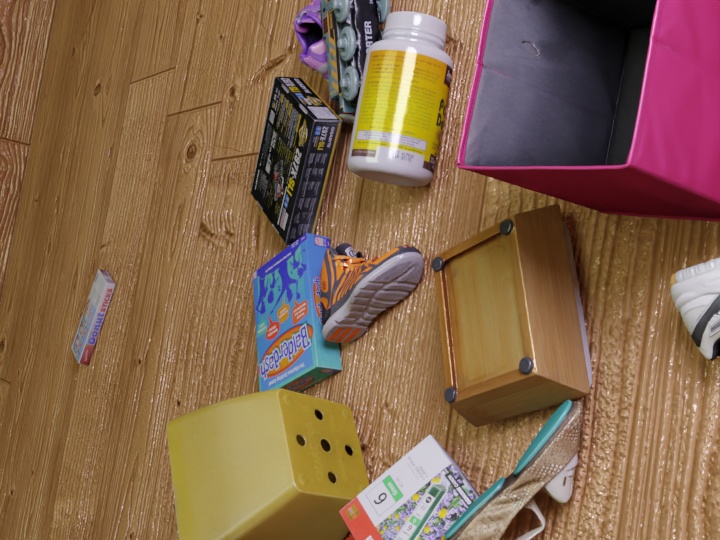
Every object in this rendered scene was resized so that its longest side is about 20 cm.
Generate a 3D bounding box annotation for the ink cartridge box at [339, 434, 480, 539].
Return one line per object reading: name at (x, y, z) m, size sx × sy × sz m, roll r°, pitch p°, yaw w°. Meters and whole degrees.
ink cartridge box at (0.034, 0.283, 0.999) m, size 0.200 × 0.050 × 0.109 m, roll -39°, pitch 41°, yaw -1°

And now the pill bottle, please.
pill bottle at (0.052, -0.211, 1.149) m, size 0.109 × 0.109 × 0.200 m, roll 8°, pitch 87°, yaw 55°

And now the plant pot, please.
plant pot at (-0.102, 0.257, 1.170) m, size 0.176 × 0.200 × 0.200 m, roll -36°, pitch 52°, yaw 29°

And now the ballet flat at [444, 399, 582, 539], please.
ballet flat at (0.165, 0.215, 0.906) m, size 0.065 × 0.071 × 0.200 m, roll 41°, pitch 108°, yaw 9°

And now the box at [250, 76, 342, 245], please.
box at (-0.099, -0.163, 1.366) m, size 0.160 × 0.049 × 0.200 m, roll 50°, pitch 133°, yaw 47°

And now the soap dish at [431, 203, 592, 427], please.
soap dish at (0.150, 0.047, 0.960) m, size 0.157 × 0.081 × 0.200 m, roll -29°, pitch 59°, yaw 47°

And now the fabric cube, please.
fabric cube at (0.234, -0.159, 0.802) m, size 0.196 × 0.199 × 0.200 m, roll 8°, pitch 87°, yaw 56°

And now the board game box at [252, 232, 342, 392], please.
board game box at (-0.094, 0.069, 1.327) m, size 0.152 × 0.045 × 0.200 m, roll -34°, pitch 55°, yaw 45°

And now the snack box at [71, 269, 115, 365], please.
snack box at (-0.582, 0.102, 2.020) m, size 0.072 × 0.024 × 0.200 m, roll 41°, pitch 113°, yaw 51°

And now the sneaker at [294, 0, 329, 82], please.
sneaker at (-0.055, -0.372, 1.367) m, size 0.080 × 0.088 × 0.200 m, roll -29°, pitch 56°, yaw 49°

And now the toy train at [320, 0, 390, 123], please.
toy train at (-0.006, -0.301, 1.272) m, size 0.114 × 0.085 × 0.200 m, roll 174°, pitch 90°, yaw -67°

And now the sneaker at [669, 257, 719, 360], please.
sneaker at (0.343, 0.016, 0.723) m, size 0.200 × 0.076 × 0.088 m, roll -28°, pitch 73°, yaw 51°

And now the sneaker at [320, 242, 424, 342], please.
sneaker at (0.000, 0.000, 1.187) m, size 0.200 × 0.077 × 0.112 m, roll -42°, pitch 49°, yaw 40°
